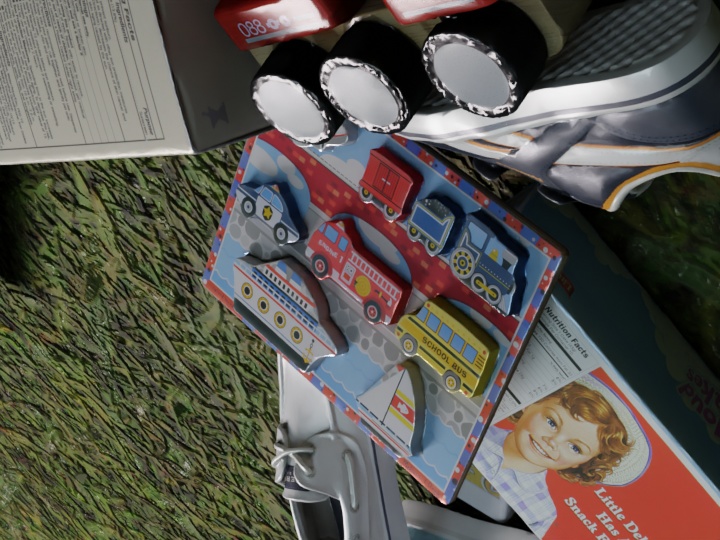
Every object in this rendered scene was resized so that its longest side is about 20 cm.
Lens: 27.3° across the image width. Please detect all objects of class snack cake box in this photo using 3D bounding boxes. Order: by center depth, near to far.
[{"bbox_3d":[0.110,0.065,0.762,0.200,0.067,0.115,49,130,-8],"label":"snack cake box"}]

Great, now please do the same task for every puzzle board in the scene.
[{"bbox_3d":[0.000,0.000,0.743,0.200,0.017,0.151,40,122,31],"label":"puzzle board"}]

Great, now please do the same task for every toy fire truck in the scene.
[{"bbox_3d":[-0.006,-0.173,0.618,0.176,0.129,0.200,-2,136,49],"label":"toy fire truck"}]

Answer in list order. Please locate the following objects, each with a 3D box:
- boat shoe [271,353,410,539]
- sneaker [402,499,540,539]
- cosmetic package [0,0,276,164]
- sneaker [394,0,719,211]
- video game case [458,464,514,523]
[{"bbox_3d":[-0.020,0.122,0.920,0.073,0.065,0.201,-2,110,50],"label":"boat shoe"},{"bbox_3d":[0.087,0.208,0.946,0.074,0.082,0.200,34,163,-34],"label":"sneaker"},{"bbox_3d":[-0.124,-0.114,0.764,0.199,0.087,0.104,4,111,47],"label":"cosmetic package"},{"bbox_3d":[0.085,-0.069,0.652,0.200,0.079,0.079,8,145,52],"label":"sneaker"},{"bbox_3d":[0.023,0.053,0.910,0.182,0.023,0.201,28,144,23],"label":"video game case"}]
